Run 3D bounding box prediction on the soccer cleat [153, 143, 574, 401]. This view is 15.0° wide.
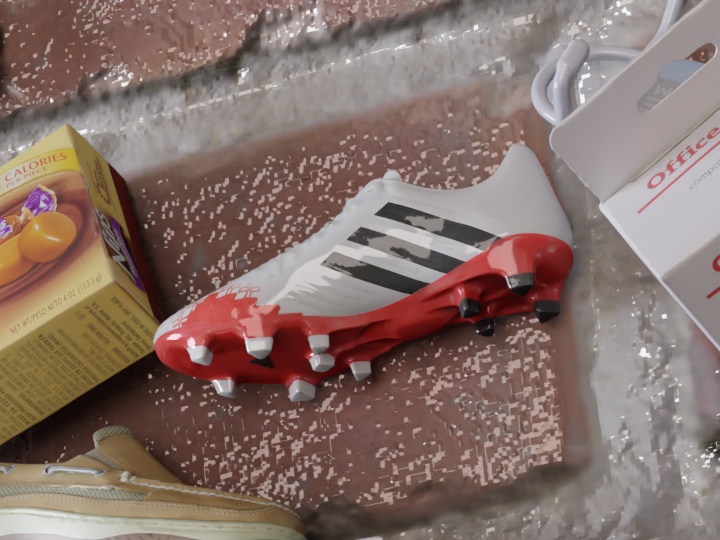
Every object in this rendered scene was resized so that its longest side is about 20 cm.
[{"bbox_3d":[0.000,0.000,1.248,0.200,0.069,0.085,-16,59,15],"label":"soccer cleat"}]

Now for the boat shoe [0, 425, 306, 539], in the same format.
[{"bbox_3d":[-0.114,0.106,1.261,0.200,0.072,0.076,-1,61,23],"label":"boat shoe"}]

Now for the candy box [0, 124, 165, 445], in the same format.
[{"bbox_3d":[-0.195,0.031,1.308,0.200,0.056,0.117,-31,45,10],"label":"candy box"}]

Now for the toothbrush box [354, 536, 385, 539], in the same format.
[{"bbox_3d":[-0.035,0.228,1.174,0.146,0.086,0.200,-11,68,19],"label":"toothbrush box"}]

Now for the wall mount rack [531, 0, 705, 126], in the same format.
[{"bbox_3d":[0.178,-0.103,1.201,0.200,0.075,0.174,17,48,26],"label":"wall mount rack"}]

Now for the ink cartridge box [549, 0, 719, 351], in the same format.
[{"bbox_3d":[0.180,-0.014,1.091,0.116,0.200,0.068,-41,33,6],"label":"ink cartridge box"}]
